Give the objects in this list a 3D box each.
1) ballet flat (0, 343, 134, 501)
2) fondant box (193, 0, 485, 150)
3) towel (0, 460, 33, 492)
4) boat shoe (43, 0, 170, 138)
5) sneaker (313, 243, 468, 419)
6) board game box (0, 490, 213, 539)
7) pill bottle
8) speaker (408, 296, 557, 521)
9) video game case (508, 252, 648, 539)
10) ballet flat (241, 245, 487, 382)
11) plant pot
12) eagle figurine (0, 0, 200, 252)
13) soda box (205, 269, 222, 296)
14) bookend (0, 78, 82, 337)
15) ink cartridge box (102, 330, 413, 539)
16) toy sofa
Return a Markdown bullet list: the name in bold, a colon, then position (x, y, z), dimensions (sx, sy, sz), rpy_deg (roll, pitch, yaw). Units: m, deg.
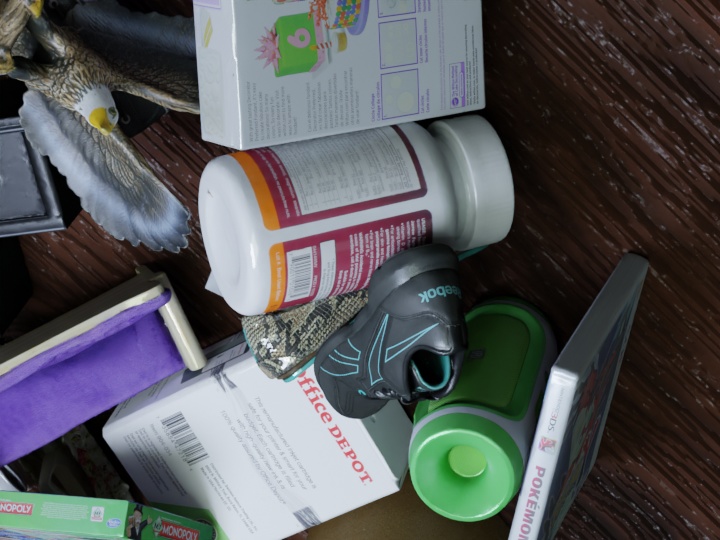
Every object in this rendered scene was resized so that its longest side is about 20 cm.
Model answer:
- **ballet flat**: position (-0.251, 0.148, 1.652), dimensions (0.075, 0.064, 0.201), rpy_deg (-32, 104, 28)
- **fondant box**: position (-0.012, -0.168, 1.358), dimensions (0.058, 0.198, 0.146), rpy_deg (18, 115, 54)
- **towel**: position (-0.400, 0.154, 1.712), dimensions (0.190, 0.032, 0.201), rpy_deg (-33, 103, 26)
- **boat shoe**: position (-0.216, -0.177, 1.474), dimensions (0.066, 0.070, 0.200), rpy_deg (-45, 108, -11)
- **sneaker**: position (0.022, 0.062, 1.398), dimensions (0.075, 0.080, 0.200), rpy_deg (-12, 154, -23)
- **board game box**: position (-0.230, 0.192, 1.555), dimensions (0.198, 0.134, 0.029), rpy_deg (2, 76, 25)
- **pill bottle**: position (-0.002, -0.043, 1.393), dimensions (0.198, 0.110, 0.111), rpy_deg (-13, 117, -20)
- **speaker**: position (0.090, 0.095, 1.460), dimensions (0.087, 0.200, 0.089), rpy_deg (6, 117, 11)
- **video game case**: position (0.153, 0.106, 1.449), dimensions (0.023, 0.200, 0.184), rpy_deg (19, 119, 14)
- **ballet flat**: position (0.000, 0.000, 1.473), dimensions (0.199, 0.068, 0.076), rpy_deg (-34, 96, -11)
- **plant pot**: position (0.021, 0.289, 1.574), dimensions (0.184, 0.200, 0.188), rpy_deg (6, 118, 12)
- **eagle figurine**: position (-0.176, -0.122, 1.406), dimensions (0.151, 0.152, 0.199), rpy_deg (-25, 138, 38)
- **soda box**: position (-0.047, -0.066, 1.493), dimensions (0.063, 0.068, 0.201), rpy_deg (25, 119, 1)
- **bookend**: position (-0.288, -0.034, 1.556), dimensions (0.197, 0.092, 0.202), rpy_deg (-5, 115, 16)
- **ink cartridge box**: position (-0.076, 0.127, 1.584), dimensions (0.199, 0.084, 0.146), rpy_deg (-25, 107, 24)
- **toy sofa**: position (-0.221, 0.080, 1.540), dimensions (0.199, 0.098, 0.083), rpy_deg (-28, 105, -12)
